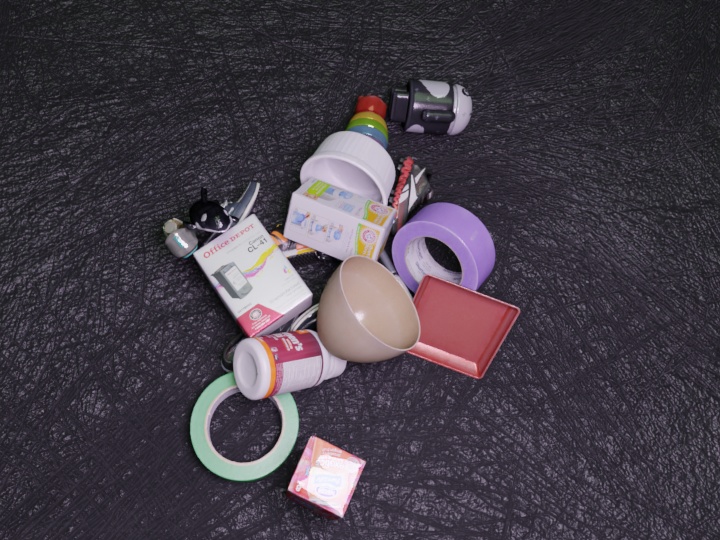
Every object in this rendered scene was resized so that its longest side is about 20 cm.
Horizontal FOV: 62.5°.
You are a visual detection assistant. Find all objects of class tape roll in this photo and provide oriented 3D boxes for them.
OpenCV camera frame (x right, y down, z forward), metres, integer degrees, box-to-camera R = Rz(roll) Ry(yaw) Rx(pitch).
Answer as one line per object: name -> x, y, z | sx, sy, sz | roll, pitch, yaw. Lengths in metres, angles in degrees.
tape roll -> 0.169, -0.031, 1.221 | 0.200, 0.201, 0.085 | 40, 50, 9
tape roll -> -0.216, 0.291, 1.116 | 0.198, 0.048, 0.202 | 3, 67, -7

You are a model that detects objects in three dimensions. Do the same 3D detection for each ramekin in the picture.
ramekin -> -0.021, -0.201, 1.279 | 0.199, 0.201, 0.098 | 25, 58, 3

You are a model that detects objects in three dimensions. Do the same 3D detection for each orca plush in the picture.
orca plush -> -0.288, -0.126, 1.148 | 0.104, 0.200, 0.072 | -2, 105, -8

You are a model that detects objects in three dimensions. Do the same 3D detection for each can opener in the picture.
can opener -> 0.055, -0.001, 1.276 | 0.052, 0.067, 0.201 | -21, 67, -20

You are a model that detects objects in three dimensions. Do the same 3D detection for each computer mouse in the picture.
computer mouse -> 0.000, 0.000, 1.228 | 0.200, 0.044, 0.109 | 41, 31, 20

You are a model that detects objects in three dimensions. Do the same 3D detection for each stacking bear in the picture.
stacking bear -> 0.015, -0.321, 1.384 | 0.120, 0.114, 0.202 | 11, 61, -4

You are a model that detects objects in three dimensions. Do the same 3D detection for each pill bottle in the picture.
pill bottle -> -0.128, 0.170, 1.110 | 0.199, 0.109, 0.110 | -4, 64, -43

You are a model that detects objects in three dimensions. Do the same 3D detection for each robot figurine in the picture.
robot figurine -> 0.169, -0.393, 1.424 | 0.198, 0.125, 0.152 | 4, 69, -6

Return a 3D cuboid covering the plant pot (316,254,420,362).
plant pot -> -0.004, 0.092, 1.104 | 0.199, 0.134, 0.201 | 33, 35, -27

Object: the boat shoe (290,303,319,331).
boat shoe -> -0.048, 0.095, 1.212 | 0.198, 0.075, 0.063 | -20, 65, -22

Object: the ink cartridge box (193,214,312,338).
ink cartridge box -> -0.205, 0.018, 1.141 | 0.147, 0.086, 0.201 | -35, 81, -15

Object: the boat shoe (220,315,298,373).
boat shoe -> -0.196, 0.126, 1.184 | 0.069, 0.057, 0.200 | 41, 67, 10

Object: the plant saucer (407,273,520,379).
plant saucer -> 0.189, 0.108, 1.195 | 0.198, 0.201, 0.037 | 20, 35, 0

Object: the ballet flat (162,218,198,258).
ballet flat -> -0.359, -0.075, 1.171 | 0.067, 0.200, 0.064 | -42, 113, -7

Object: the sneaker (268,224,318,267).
sneaker -> -0.187, -0.053, 1.260 | 0.198, 0.070, 0.091 | -5, 62, -16

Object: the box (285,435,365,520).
box -> -0.066, 0.362, 1.024 | 0.102, 0.200, 0.095 | 26, 65, 3

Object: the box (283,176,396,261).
box -> -0.040, -0.097, 1.217 | 0.198, 0.102, 0.113 | 22, 31, 7

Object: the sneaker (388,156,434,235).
sneaker -> 0.115, -0.164, 1.347 | 0.097, 0.071, 0.202 | 16, 64, 1

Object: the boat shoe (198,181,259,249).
boat shoe -> -0.278, -0.112, 1.267 | 0.061, 0.075, 0.201 | 27, 74, -9
